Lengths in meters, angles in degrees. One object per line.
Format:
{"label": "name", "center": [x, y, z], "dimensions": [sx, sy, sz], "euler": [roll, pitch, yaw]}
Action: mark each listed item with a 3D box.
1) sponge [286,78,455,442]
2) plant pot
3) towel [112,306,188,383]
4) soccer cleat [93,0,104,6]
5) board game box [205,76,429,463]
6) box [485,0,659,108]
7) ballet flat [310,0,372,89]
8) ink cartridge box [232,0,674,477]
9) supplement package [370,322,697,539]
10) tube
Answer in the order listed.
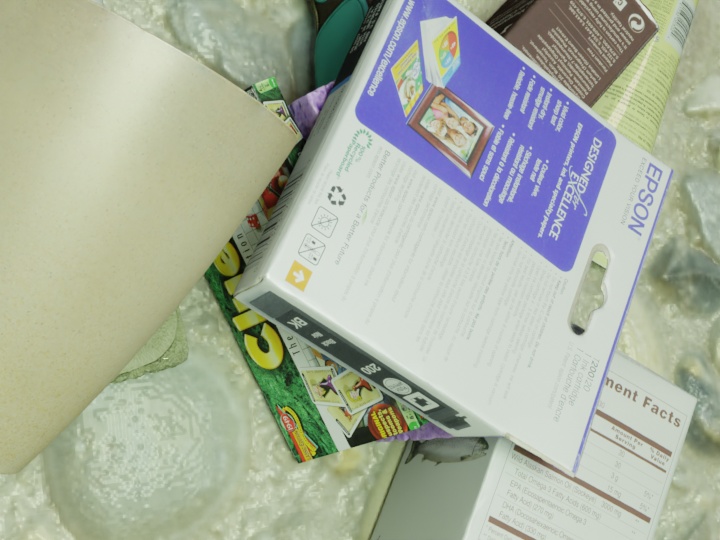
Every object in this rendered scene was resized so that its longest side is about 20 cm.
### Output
{"label": "sponge", "center": [0.000, 0.000, 0.780], "dimensions": [0.030, 0.111, 0.201], "euler": [-27, 93, -28]}
{"label": "plant pot", "center": [-0.156, -0.016, 0.647], "dimensions": [0.186, 0.187, 0.201], "euler": [28, 86, -18]}
{"label": "towel", "center": [-0.194, 0.004, 0.731], "dimensions": [0.198, 0.036, 0.150], "euler": [-16, 88, -26]}
{"label": "soccer cleat", "center": [-0.219, -0.115, 0.723], "dimensions": [0.199, 0.069, 0.078], "euler": [-32, 99, -29]}
{"label": "board game box", "center": [-0.040, 0.005, 0.765], "dimensions": [0.023, 0.104, 0.201], "euler": [-30, 94, -44]}
{"label": "box", "center": [0.080, -0.098, 0.841], "dimensions": [0.075, 0.100, 0.200], "euler": [46, 65, -11]}
{"label": "ballet flat", "center": [0.003, -0.152, 0.817], "dimensions": [0.070, 0.071, 0.202], "euler": [-2, 66, -25]}
{"label": "ink cartridge box", "center": [0.058, -0.022, 0.727], "dimensions": [0.199, 0.043, 0.199], "euler": [33, 64, -19]}
{"label": "supplement package", "center": [0.089, 0.141, 0.796], "dimensions": [0.117, 0.117, 0.201], "euler": [29, 70, -18]}
{"label": "tube", "center": [0.170, -0.104, 0.915], "dimensions": [0.058, 0.052, 0.202], "euler": [15, 75, 19]}
